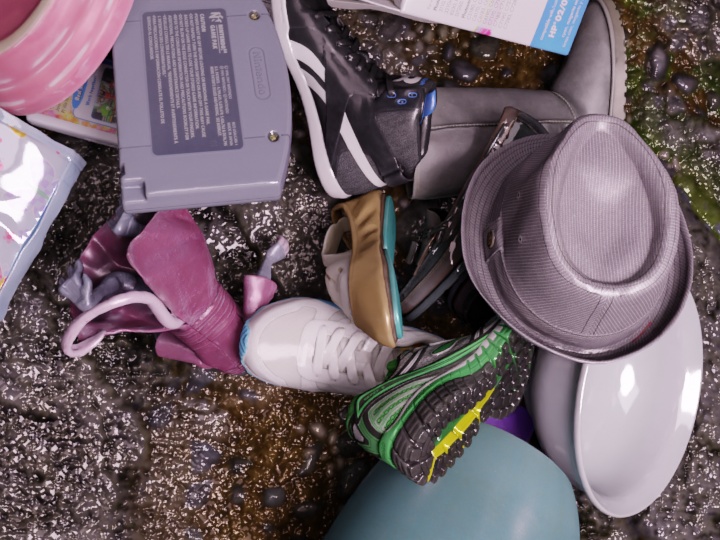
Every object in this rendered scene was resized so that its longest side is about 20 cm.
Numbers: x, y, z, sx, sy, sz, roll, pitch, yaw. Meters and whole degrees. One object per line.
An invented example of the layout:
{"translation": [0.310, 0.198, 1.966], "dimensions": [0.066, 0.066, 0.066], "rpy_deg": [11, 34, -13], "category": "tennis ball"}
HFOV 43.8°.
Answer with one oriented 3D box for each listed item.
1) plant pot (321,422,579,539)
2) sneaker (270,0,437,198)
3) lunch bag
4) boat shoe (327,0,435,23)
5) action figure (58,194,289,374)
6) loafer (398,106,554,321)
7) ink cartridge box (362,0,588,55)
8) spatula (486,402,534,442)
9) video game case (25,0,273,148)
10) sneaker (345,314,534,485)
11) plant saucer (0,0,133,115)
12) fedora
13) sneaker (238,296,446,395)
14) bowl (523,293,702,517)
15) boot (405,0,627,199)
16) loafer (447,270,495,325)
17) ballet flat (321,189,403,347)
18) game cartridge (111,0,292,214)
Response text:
{"translation": [0.077, 0.213, 0.692], "dimensions": [0.200, 0.201, 0.162], "rpy_deg": [33, 66, -2], "category": "plant pot"}
{"translation": [0.003, -0.167, 0.737], "dimensions": [0.111, 0.073, 0.202], "rpy_deg": [-10, 106, 23], "category": "sneaker"}
{"translation": [-0.339, -0.055, 0.705], "dimensions": [0.198, 0.127, 0.171], "rpy_deg": [23, 80, 6], "category": "lunch bag"}
{"translation": [0.041, -0.271, 0.802], "dimensions": [0.198, 0.060, 0.075], "rpy_deg": [5, 81, -6], "category": "boat shoe"}
{"translation": [-0.123, 0.029, 0.702], "dimensions": [0.134, 0.149, 0.200], "rpy_deg": [-37, 126, 13], "category": "action figure"}
{"translation": [0.086, -0.049, 0.763], "dimensions": [0.063, 0.072, 0.200], "rpy_deg": [40, 100, -5], "category": "loafer"}
{"translation": [0.073, -0.242, 0.722], "dimensions": [0.198, 0.115, 0.068], "rpy_deg": [7, 118, -24], "category": "ink cartridge box"}
{"translation": [0.146, 0.081, 0.795], "dimensions": [0.056, 0.021, 0.202], "rpy_deg": [23, 78, -8], "category": "spatula"}
{"translation": [-0.161, -0.194, 0.749], "dimensions": [0.180, 0.024, 0.202], "rpy_deg": [15, 83, -5], "category": "video game case"}
{"translation": [0.067, 0.073, 0.668], "dimensions": [0.199, 0.085, 0.079], "rpy_deg": [-29, 129, -44], "category": "sneaker"}
{"translation": [-0.259, -0.226, 0.711], "dimensions": [0.199, 0.051, 0.203], "rpy_deg": [-10, 70, 30], "category": "plant saucer"}
{"translation": [0.164, -0.039, 0.641], "dimensions": [0.175, 0.090, 0.202], "rpy_deg": [12, 64, 1], "category": "fedora"}
{"translation": [0.000, 0.066, 0.721], "dimensions": [0.198, 0.081, 0.077], "rpy_deg": [10, 86, -27], "category": "sneaker"}
{"translation": [0.199, 0.093, 0.747], "dimensions": [0.200, 0.090, 0.203], "rpy_deg": [-8, 101, -43], "category": "bowl"}
{"translation": [0.133, -0.155, 0.802], "dimensions": [0.198, 0.073, 0.184], "rpy_deg": [-1, 85, 0], "category": "boot"}
{"translation": [0.168, -0.012, 0.771], "dimensions": [0.199, 0.072, 0.063], "rpy_deg": [-35, 54, -4], "category": "loafer"}
{"translation": [0.000, 0.000, 0.719], "dimensions": [0.062, 0.201, 0.069], "rpy_deg": [-7, 119, 4], "category": "ballet flat"}
{"translation": [-0.120, -0.137, 0.685], "dimensions": [0.132, 0.042, 0.202], "rpy_deg": [-4, 63, -14], "category": "game cartridge"}
